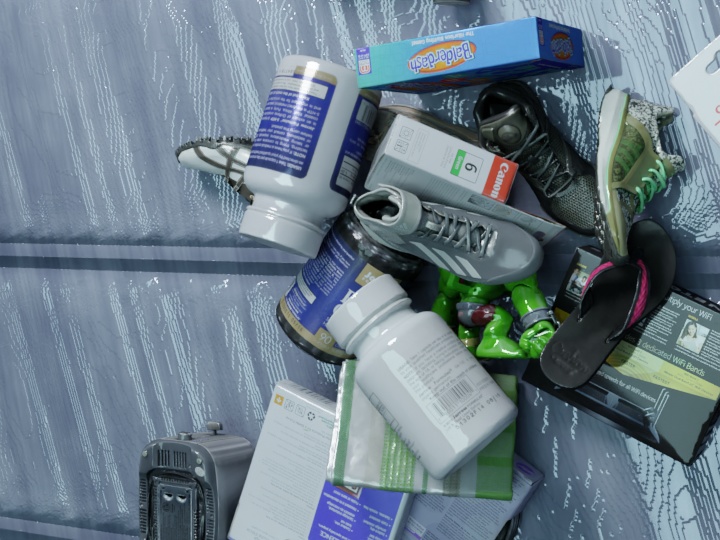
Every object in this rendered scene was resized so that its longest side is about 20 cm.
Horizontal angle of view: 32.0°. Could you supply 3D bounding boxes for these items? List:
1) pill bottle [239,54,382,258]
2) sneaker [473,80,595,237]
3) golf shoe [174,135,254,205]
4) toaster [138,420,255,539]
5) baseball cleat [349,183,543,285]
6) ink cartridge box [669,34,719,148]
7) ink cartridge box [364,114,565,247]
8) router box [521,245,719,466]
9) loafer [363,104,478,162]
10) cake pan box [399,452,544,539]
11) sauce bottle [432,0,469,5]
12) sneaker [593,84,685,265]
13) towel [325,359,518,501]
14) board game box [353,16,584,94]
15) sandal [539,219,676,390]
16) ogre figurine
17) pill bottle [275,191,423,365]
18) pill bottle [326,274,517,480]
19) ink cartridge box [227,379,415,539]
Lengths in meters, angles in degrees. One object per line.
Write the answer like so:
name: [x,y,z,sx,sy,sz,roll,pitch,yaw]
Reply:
pill bottle: [-0.060,-0.122,1.370,0.119,0.120,0.201,17,86,25]
sneaker: [0.185,-0.114,1.307,0.076,0.114,0.200,-38,80,26]
golf shoe: [-0.135,-0.114,1.488,0.199,0.078,0.095,3,96,28]
toaster: [-0.192,0.287,1.524,0.113,0.129,0.201,2,95,27]
baseball cleat: [0.082,-0.035,1.264,0.199,0.106,0.070,12,83,21]
ink cartridge box: [0.408,-0.143,1.214,0.116,0.067,0.200,-42,77,24]
ink cartridge box: [0.111,-0.086,1.301,0.199,0.109,0.051,21,73,-5]
router box: [0.288,0.085,1.304,0.200,0.052,0.158,28,106,22]
loafer: [0.058,-0.143,1.389,0.199,0.063,0.072,15,103,29]
cake pan box: [0.085,0.251,1.425,0.200,0.052,0.185,36,111,20]
sauce bottle: [0.099,-0.389,1.352,0.066,0.066,0.201,5,98,26]
sneaker: [0.278,-0.098,1.250,0.088,0.077,0.201,3,64,11]
towel: [0.069,0.175,1.366,0.199,0.031,0.150,6,61,4]
board game box: [0.115,-0.221,1.309,0.199,0.152,0.045,-5,93,28]
sandal: [0.249,0.030,1.241,0.075,0.045,0.200,31,74,22]
ogre figurine: [0.135,0.037,1.346,0.098,0.200,0.120,2,84,-15]
pill bottle: [0.000,0.000,1.410,0.112,0.112,0.200,43,112,17]
pill bottle: [0.060,0.107,1.304,0.114,0.114,0.200,-45,76,23]
ink cartridge box: [-0.039,0.255,1.436,0.198,0.043,0.201,23,102,22]
